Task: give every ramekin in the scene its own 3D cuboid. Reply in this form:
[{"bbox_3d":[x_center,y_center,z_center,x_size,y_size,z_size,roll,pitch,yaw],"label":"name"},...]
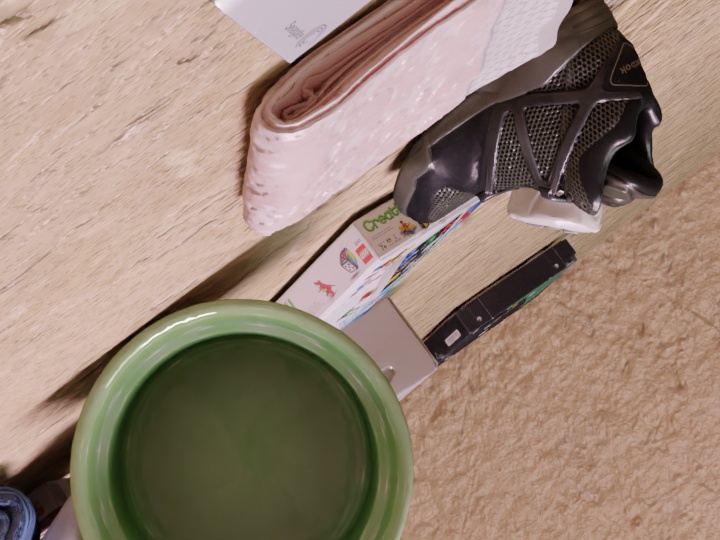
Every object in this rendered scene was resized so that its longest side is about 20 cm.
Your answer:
[{"bbox_3d":[-0.070,0.117,1.260,0.200,0.201,0.098,-36,-179,-2],"label":"ramekin"}]

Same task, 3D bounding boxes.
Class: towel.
[{"bbox_3d":[0.026,-0.093,0.987,0.191,0.032,0.200,-35,172,-11],"label":"towel"},{"bbox_3d":[-0.251,0.199,1.388,0.200,0.048,0.112,119,-5,-78],"label":"towel"}]

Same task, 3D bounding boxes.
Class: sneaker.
[{"bbox_3d":[0.102,-0.062,1.251,0.199,0.115,0.076,-39,171,39],"label":"sneaker"},{"bbox_3d":[0.139,-0.088,1.423,0.200,0.077,0.100,-100,-159,-77],"label":"sneaker"}]

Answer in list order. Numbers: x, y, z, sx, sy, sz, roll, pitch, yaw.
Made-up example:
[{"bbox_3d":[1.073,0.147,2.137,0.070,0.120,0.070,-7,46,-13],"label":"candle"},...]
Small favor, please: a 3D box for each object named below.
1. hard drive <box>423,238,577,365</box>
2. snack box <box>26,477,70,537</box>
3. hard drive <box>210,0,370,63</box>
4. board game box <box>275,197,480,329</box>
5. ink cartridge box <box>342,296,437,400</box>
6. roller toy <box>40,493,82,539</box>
[{"bbox_3d":[0.170,0.042,2.638,0.199,0.038,0.140,-32,172,-29],"label":"hard drive"},{"bbox_3d":[-0.288,0.219,1.541,0.200,0.024,0.072,-38,172,9],"label":"snack box"},{"bbox_3d":[0.037,-0.146,0.696,0.200,0.027,0.132,-37,173,5],"label":"hard drive"},{"bbox_3d":[0.000,0.000,1.474,0.126,0.035,0.200,-32,172,-40],"label":"board game box"},{"bbox_3d":[-0.043,0.125,1.899,0.145,0.088,0.200,-31,173,-42],"label":"ink cartridge box"},{"bbox_3d":[-0.133,0.188,1.456,0.183,0.139,0.200,-57,178,37],"label":"roller toy"}]
